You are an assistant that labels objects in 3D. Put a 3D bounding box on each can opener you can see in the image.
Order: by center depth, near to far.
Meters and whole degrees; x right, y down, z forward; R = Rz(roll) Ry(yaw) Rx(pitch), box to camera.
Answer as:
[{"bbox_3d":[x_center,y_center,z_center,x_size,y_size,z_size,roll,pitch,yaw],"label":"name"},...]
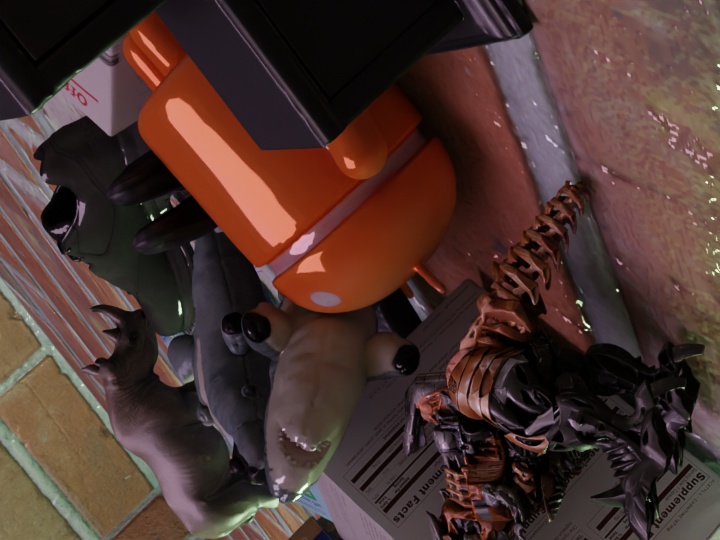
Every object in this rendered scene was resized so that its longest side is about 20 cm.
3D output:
[{"bbox_3d":[-0.097,-0.042,0.792,0.064,0.078,0.200,53,-170,-10],"label":"can opener"}]

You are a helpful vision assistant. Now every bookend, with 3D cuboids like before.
[{"bbox_3d":[-0.073,-0.111,0.555,0.199,0.200,0.092,53,164,-18],"label":"bookend"}]

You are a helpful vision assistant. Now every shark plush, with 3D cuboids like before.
[{"bbox_3d":[-0.033,0.047,0.782,0.090,0.084,0.200,8,-163,-13],"label":"shark plush"},{"bbox_3d":[-0.082,0.055,0.858,0.201,0.090,0.084,-88,-3,-55],"label":"shark plush"}]

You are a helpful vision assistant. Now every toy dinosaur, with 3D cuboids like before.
[{"bbox_3d":[0.083,0.064,0.669,0.135,0.102,0.201,16,136,19],"label":"toy dinosaur"}]

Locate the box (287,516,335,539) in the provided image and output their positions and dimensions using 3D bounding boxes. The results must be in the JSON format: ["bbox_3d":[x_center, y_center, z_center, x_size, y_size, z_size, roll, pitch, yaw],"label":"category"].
[{"bbox_3d":[-0.002,0.264,0.875,0.200,0.121,0.032,42,166,14],"label":"box"}]

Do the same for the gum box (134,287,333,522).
[{"bbox_3d":[-0.077,0.092,1.085,0.169,0.044,0.201,11,136,60],"label":"gum box"}]

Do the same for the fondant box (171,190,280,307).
[{"bbox_3d":[-0.082,-0.043,1.005,0.145,0.058,0.200,50,163,-9],"label":"fondant box"}]

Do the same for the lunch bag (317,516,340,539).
[{"bbox_3d":[0.071,0.276,1.266,0.165,0.118,0.199,55,157,-23],"label":"lunch bag"}]

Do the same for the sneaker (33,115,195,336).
[{"bbox_3d":[-0.162,-0.028,0.951,0.076,0.090,0.201,-125,17,-45],"label":"sneaker"}]

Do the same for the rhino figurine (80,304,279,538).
[{"bbox_3d":[-0.136,0.107,1.044,0.201,0.087,0.060,55,158,-8],"label":"rhino figurine"}]

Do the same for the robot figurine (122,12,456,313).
[{"bbox_3d":[-0.031,-0.062,0.713,0.200,0.117,0.144,49,126,-5],"label":"robot figurine"}]

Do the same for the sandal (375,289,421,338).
[{"bbox_3d":[0.000,0.000,0.889,0.076,0.043,0.201,5,133,41],"label":"sandal"}]

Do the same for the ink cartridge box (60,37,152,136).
[{"bbox_3d":[-0.150,-0.160,0.792,0.116,0.067,0.201,41,147,20],"label":"ink cartridge box"}]

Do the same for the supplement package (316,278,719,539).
[{"bbox_3d":[0.095,0.152,0.834,0.200,0.147,0.192,39,164,26],"label":"supplement package"}]
